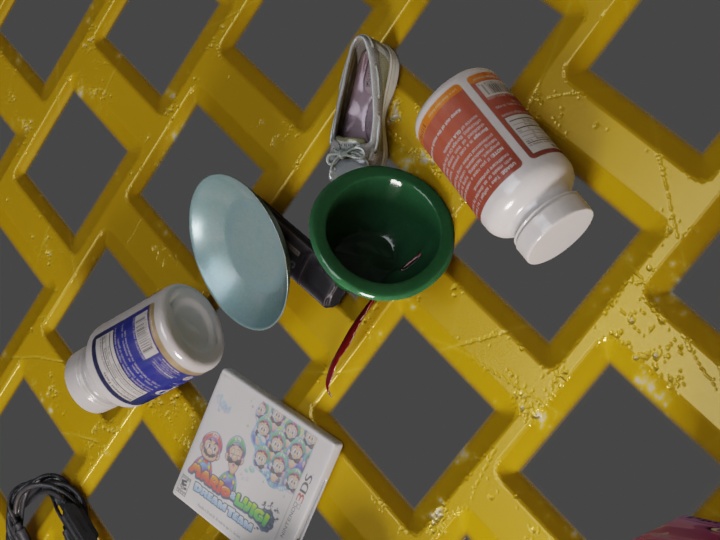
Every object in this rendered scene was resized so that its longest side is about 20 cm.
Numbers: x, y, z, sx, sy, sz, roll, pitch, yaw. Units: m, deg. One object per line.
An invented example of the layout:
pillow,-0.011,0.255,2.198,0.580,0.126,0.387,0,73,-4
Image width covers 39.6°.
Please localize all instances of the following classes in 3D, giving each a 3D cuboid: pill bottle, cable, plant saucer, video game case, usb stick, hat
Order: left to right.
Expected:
cable,-0.440,0.387,1.419,0.200,0.051,0.164,45,113,25
pill bottle,-0.287,0.110,1.307,0.199,0.119,0.121,-27,71,27
plant saucer,-0.142,-0.026,1.250,0.200,0.038,0.203,24,124,41
video game case,-0.133,0.248,1.250,0.199,0.024,0.184,28,99,32
usb stick,-0.089,-0.028,1.250,0.200,0.032,0.056,40,113,29
hat,0.000,0.000,1.186,0.166,0.199,0.176,48,153,13
pill bottle,0.153,-0.109,1.060,0.112,0.112,0.201,-44,64,20

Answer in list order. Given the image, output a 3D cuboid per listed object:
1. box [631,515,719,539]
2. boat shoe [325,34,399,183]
box,0.333,0.284,0.850,0.174,0.199,0.098,5,87,33
boat shoe,-0.004,-0.176,1.194,0.074,0.065,0.204,15,92,32
